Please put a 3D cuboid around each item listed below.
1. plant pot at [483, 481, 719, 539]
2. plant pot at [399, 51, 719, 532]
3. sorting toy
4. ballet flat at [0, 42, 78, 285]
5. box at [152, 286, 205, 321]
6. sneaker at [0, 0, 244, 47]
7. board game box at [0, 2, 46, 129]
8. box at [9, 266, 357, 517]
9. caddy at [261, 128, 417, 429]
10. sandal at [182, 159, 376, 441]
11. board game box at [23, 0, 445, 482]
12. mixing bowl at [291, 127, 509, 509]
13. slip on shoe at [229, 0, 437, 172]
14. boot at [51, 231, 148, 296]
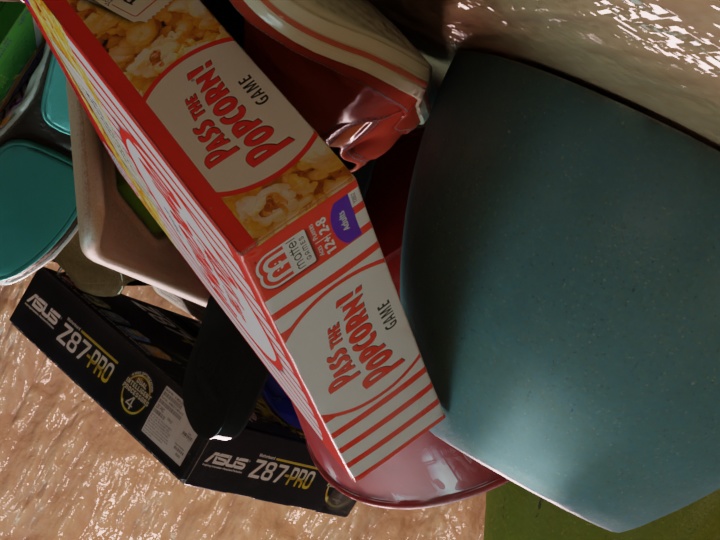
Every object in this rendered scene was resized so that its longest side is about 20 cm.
[{"bbox_3d":[0.144,0.102,0.911,0.186,0.202,0.187,22,-175,-2],"label":"plant pot"},{"bbox_3d":[0.093,0.022,0.653,0.199,0.136,0.200,29,180,0],"label":"plant pot"},{"bbox_3d":[-0.086,-0.074,0.828,0.036,0.187,0.200,-16,158,20],"label":"sorting toy"},{"bbox_3d":[-0.165,-0.080,0.917,0.069,0.201,0.070,24,-153,-13],"label":"ballet flat"},{"bbox_3d":[-0.091,-0.053,1.090,0.127,0.109,0.201,29,156,30],"label":"box"},{"bbox_3d":[-0.103,-0.136,0.703,0.075,0.071,0.199,4,168,37],"label":"sneaker"},{"bbox_3d":[-0.195,-0.123,0.913,0.040,0.154,0.200,34,-179,-1],"label":"board game box"},{"bbox_3d":[-0.107,0.078,1.045,0.200,0.049,0.161,35,-174,40],"label":"box"},{"bbox_3d":[0.000,0.000,1.001,0.104,0.202,0.141,6,168,38],"label":"caddy"},{"bbox_3d":[-0.046,-0.015,0.757,0.045,0.201,0.075,17,-166,-31],"label":"sandal"},{"bbox_3d":[-0.053,-0.037,0.610,0.200,0.046,0.152,49,169,36],"label":"board game box"},{"bbox_3d":[0.030,0.003,0.808,0.200,0.200,0.109,28,160,54],"label":"mixing bowl"},{"bbox_3d":[-0.015,-0.074,0.613,0.074,0.061,0.200,45,-178,9],"label":"slip on shoe"},{"bbox_3d":[-0.189,-0.024,1.035,0.073,0.076,0.199,-20,-164,-32],"label":"boot"}]
